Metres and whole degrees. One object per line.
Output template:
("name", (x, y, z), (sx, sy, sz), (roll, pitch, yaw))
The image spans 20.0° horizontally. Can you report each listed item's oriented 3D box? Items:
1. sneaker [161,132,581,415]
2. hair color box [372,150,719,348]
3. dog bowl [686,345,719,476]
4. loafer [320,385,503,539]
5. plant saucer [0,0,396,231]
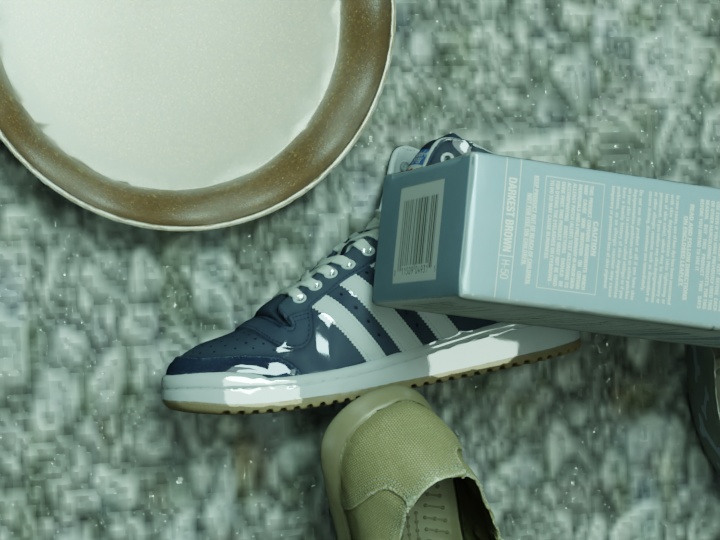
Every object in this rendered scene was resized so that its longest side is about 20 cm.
("sneaker", (0.000, 0.000, 0.909), (0.199, 0.070, 0.109), (-10, 94, -22))
("hair color box", (0.116, -0.004, 0.863), (0.199, 0.099, 0.061), (8, 85, -20))
("dog bowl", (0.248, 0.048, 0.988), (0.199, 0.059, 0.201), (1, 87, -16))
("loafer", (0.033, 0.148, 0.890), (0.076, 0.067, 0.201), (-26, 118, -13))
("plant saucer", (-0.083, -0.117, 0.910), (0.199, 0.032, 0.201), (0, 88, -17))
